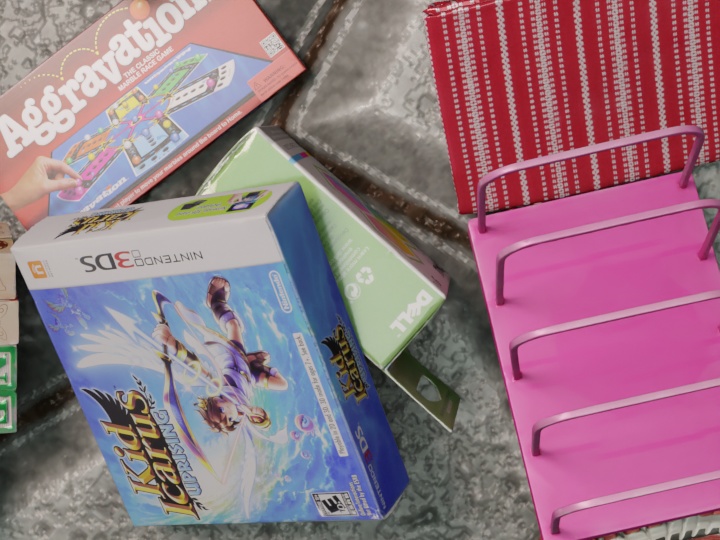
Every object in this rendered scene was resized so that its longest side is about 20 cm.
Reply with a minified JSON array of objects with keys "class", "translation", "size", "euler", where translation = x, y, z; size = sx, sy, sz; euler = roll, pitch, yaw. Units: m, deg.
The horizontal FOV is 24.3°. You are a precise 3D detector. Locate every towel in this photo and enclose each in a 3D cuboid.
[{"class":"towel","translation":[0.143,-0.113,0.974],"size":[0.200,0.023,0.145],"euler":[-13,123,1]}]

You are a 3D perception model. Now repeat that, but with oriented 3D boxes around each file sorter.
[{"class":"file sorter","translation":[0.148,0.036,0.930],"size":[0.139,0.125,0.200],"euler":[-13,75,1]}]

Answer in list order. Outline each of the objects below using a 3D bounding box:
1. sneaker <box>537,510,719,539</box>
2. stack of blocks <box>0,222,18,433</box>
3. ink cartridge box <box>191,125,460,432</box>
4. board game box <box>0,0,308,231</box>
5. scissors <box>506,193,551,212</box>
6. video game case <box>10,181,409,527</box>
[{"class":"sneaker","translation":[0.202,0.169,1.003],"size":[0.200,0.078,0.082],"euler":[-9,103,9]},{"class":"stack of blocks","translation":[-0.267,0.075,1.006],"size":[0.115,0.059,0.200],"euler":[-1,110,-17]},{"class":"ink cartridge box","translation":[0.000,0.000,0.988],"size":[0.200,0.104,0.059],"euler":[42,97,0]},{"class":"board game box","translation":[-0.142,-0.104,1.031],"size":[0.200,0.019,0.103],"euler":[-37,91,7]},{"class":"scissors","translation":[0.092,-0.044,1.022],"size":[0.073,0.014,0.200],"euler":[-37,92,6]},{"class":"video game case","translation":[-0.087,0.055,0.964],"size":[0.181,0.045,0.200],"euler":[-6,116,31]}]
